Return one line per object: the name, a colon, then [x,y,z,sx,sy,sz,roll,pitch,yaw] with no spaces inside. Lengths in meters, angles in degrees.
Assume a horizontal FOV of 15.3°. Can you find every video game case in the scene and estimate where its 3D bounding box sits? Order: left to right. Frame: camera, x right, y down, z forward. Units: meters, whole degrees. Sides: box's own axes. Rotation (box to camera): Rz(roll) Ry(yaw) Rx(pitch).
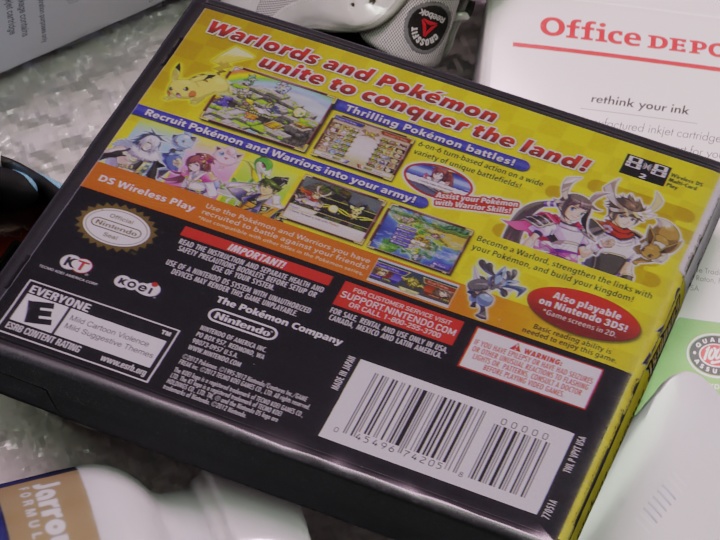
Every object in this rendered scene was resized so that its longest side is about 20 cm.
video game case: [0.000,0.000,0.862,0.199,0.026,0.181,19,47,13]

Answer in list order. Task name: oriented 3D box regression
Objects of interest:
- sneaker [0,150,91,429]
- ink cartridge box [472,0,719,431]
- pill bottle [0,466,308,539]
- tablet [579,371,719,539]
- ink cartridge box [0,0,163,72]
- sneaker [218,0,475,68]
sneaker: [-0.141,-0.022,0.924,0.199,0.090,0.079,22,65,9]
ink cartridge box: [0.093,-0.028,0.958,0.116,0.067,0.201,8,65,0]
pill bottle: [-0.112,0.126,0.835,0.198,0.116,0.116,-13,66,-11]
tablet: [0.085,0.146,0.863,0.130,0.014,0.200,46,74,-15]
ink cartridge box: [-0.109,-0.173,1.002,0.199,0.084,0.145,-25,68,-16]
sneaker: [0.028,-0.119,0.941,0.074,0.200,0.089,11,52,-42]
